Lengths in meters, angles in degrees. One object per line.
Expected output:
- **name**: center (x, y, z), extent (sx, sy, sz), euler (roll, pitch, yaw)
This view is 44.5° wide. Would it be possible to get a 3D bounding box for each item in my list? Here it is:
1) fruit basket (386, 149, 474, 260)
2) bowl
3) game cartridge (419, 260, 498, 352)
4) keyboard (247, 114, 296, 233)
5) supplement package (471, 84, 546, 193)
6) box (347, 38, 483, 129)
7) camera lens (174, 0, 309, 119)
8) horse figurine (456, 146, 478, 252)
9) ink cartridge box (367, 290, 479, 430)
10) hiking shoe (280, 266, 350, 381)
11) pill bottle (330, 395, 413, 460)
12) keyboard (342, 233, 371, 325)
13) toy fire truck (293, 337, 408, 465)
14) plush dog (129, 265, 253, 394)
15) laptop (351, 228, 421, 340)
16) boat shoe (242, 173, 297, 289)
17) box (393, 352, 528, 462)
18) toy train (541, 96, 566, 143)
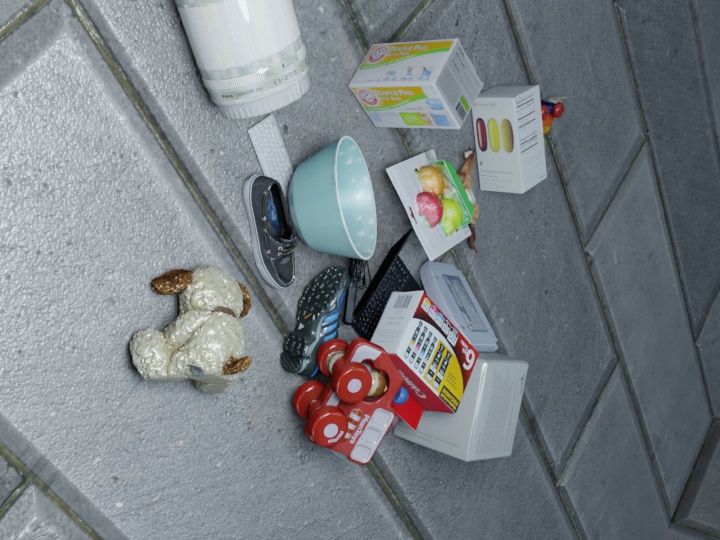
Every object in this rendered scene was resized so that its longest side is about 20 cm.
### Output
- **fruit basket**: center (0.130, -0.125, 1.670), extent (0.199, 0.093, 0.188), euler (-30, 94, -50)
- **bowl**: center (-0.050, -0.110, 1.450), extent (0.200, 0.103, 0.206), euler (-10, 90, -72)
- **game cartridge**: center (0.194, 0.074, 1.774), extent (0.132, 0.041, 0.203), euler (5, 52, -46)
- **keyboard**: center (-0.132, -0.152, 1.448), extent (0.056, 0.011, 0.203), euler (-43, 128, -36)
- **supplement package**: center (0.316, -0.281, 1.870), extent (0.109, 0.112, 0.204), euler (-31, 119, -42)
- **box**: center (0.094, -0.323, 1.533), extent (0.113, 0.197, 0.103), euler (49, 62, -40)
- **camera lens**: center (-0.166, -0.340, 1.253), extent (0.160, 0.158, 0.203), euler (-41, 127, -36)
- **horse figurine**: center (0.213, -0.142, 1.818), extent (0.132, 0.049, 0.205), euler (-36, 117, -60)
- **ink cartridge box**: center (0.107, 0.168, 1.595), extent (0.200, 0.083, 0.178), euler (45, 59, -33)
- **hiking shoe**: center (-0.069, 0.090, 1.535), extent (0.086, 0.074, 0.203), euler (32, 84, -52)
- **pill bottle**: center (0.020, 0.256, 1.638), extent (0.199, 0.108, 0.112), euler (-35, 123, -40)
- **keyboard**: center (0.000, 0.000, 1.572), extent (0.104, 0.039, 0.205), euler (-129, -135, -84)
- **toy fire truck**: center (-0.007, 0.219, 1.487), extent (0.166, 0.112, 0.203), euler (26, 99, -30)
- **plush dog**: center (-0.225, 0.077, 1.303), extent (0.198, 0.158, 0.176), euler (21, 59, -49)
- **laptop**: center (0.065, 0.048, 1.651), extent (0.179, 0.102, 0.201), euler (-57, 132, -24)
- **boat shoe**: center (-0.133, -0.058, 1.423), extent (0.069, 0.065, 0.204), euler (-31, 120, -41)
- **box**: center (0.203, 0.259, 1.783), extent (0.169, 0.196, 0.205), euler (9, 92, -49)
- **toy train**: center (0.416, -0.331, 2.010), extent (0.198, 0.084, 0.118), euler (-17, 121, -47)
